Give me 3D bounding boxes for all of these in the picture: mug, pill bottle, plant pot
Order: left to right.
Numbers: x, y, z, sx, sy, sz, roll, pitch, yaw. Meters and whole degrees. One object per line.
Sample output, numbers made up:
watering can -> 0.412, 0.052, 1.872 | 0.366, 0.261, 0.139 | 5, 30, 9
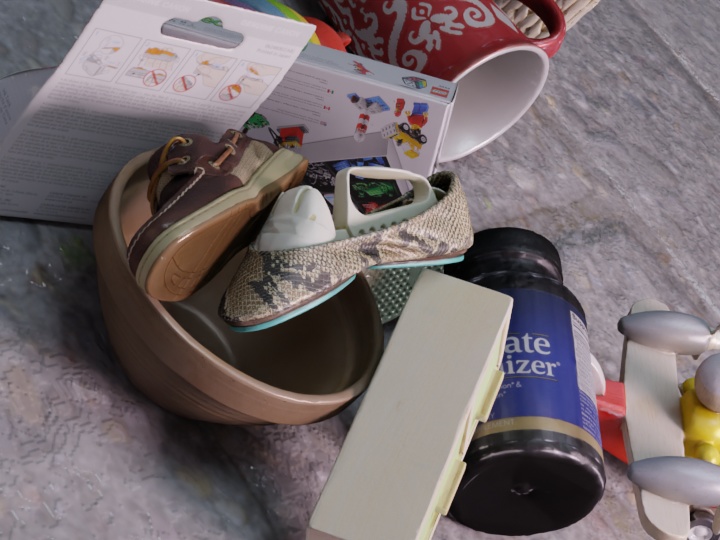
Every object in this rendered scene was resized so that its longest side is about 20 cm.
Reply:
plant pot -> -0.091, 0.026, 1.185 | 0.201, 0.093, 0.201 | 29, 35, -23
mug -> 0.059, -0.207, 1.600 | 0.177, 0.133, 0.200 | -5, 51, -50
pill bottle -> 0.104, 0.072, 1.309 | 0.112, 0.112, 0.200 | 24, 44, -28

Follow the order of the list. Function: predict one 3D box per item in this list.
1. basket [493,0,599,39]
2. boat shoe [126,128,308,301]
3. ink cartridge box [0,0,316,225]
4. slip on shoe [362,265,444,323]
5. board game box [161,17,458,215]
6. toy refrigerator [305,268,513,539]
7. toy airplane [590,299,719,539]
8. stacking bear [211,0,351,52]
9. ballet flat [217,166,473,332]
basket -> 0.150, -0.265, 1.702 | 0.123, 0.200, 0.136 | 49, 32, -2
boat shoe -> -0.097, -0.043, 1.115 | 0.072, 0.072, 0.200 | 36, 28, 5
ink cartridge box -> -0.146, -0.108, 1.180 | 0.160, 0.200, 0.047 | 6, 46, -44
slip on shoe -> 0.000, 0.000, 1.355 | 0.061, 0.074, 0.200 | 20, 23, 38
board game box -> -0.045, -0.090, 1.273 | 0.200, 0.126, 0.035 | 16, 32, 4
toy refrigerator -> 0.034, 0.104, 1.167 | 0.070, 0.076, 0.200 | 18, 54, 10
toy airplane -> 0.225, 0.103, 1.398 | 0.199, 0.141, 0.200 | -6, 57, -50
stacking bear -> -0.072, -0.148, 1.406 | 0.114, 0.121, 0.200 | 57, 24, 8
ballet flat -> -0.011, -0.023, 1.148 | 0.200, 0.068, 0.075 | -18, 107, -40
